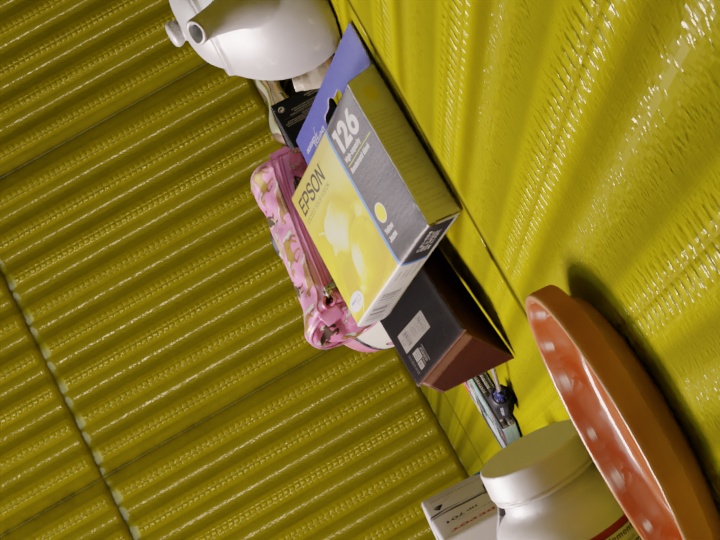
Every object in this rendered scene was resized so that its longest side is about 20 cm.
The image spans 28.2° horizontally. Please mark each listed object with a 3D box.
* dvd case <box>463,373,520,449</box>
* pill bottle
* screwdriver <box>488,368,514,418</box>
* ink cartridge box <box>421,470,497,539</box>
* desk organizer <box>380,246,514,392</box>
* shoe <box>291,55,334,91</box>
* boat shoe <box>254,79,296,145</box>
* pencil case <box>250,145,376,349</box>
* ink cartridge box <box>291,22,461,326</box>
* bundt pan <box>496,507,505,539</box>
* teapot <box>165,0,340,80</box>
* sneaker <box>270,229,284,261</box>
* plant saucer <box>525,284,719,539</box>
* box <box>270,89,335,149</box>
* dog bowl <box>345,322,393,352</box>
[{"bbox_3d":[0.148,0.146,1.766,0.201,0.022,0.146,61,178,35],"label":"dvd case"},{"bbox_3d":[0.170,0.217,1.050,0.202,0.111,0.112,62,177,-4],"label":"pill bottle"},{"bbox_3d":[0.146,0.121,1.487,0.029,0.028,0.200,29,167,14],"label":"screwdriver"},{"bbox_3d":[0.158,0.280,1.584,0.087,0.145,0.200,63,177,-3],"label":"ink cartridge box"},{"bbox_3d":[0.066,0.038,1.408,0.077,0.072,0.201,27,-160,-37],"label":"desk organizer"},{"bbox_3d":[-0.080,-0.262,1.571,0.201,0.053,0.070,59,177,44],"label":"shoe"},{"bbox_3d":[-0.097,-0.259,1.951,0.201,0.071,0.077,-110,30,-43],"label":"boat shoe"},{"bbox_3d":[-0.047,-0.024,1.415,0.087,0.082,0.202,-51,51,43],"label":"pencil case"},{"bbox_3d":[-0.004,-0.081,1.281,0.201,0.047,0.198,59,152,16],"label":"ink cartridge box"},{"bbox_3d":[0.174,0.268,1.326,0.202,0.075,0.205,-179,90,-89],"label":"bundt pan"},{"bbox_3d":[-0.119,-0.258,1.367,0.198,0.145,0.200,60,178,30],"label":"teapot"},{"bbox_3d":[-0.007,-0.031,1.793,0.199,0.115,0.076,25,-124,-31],"label":"sneaker"},{"bbox_3d":[0.161,0.097,0.860,0.202,0.032,0.200,61,177,6],"label":"plant saucer"},{"bbox_3d":[-0.036,-0.127,1.860,0.142,0.078,0.200,63,178,27],"label":"box"},{"bbox_3d":[0.000,0.000,1.569,0.200,0.073,0.201,39,-148,-30],"label":"dog bowl"}]
